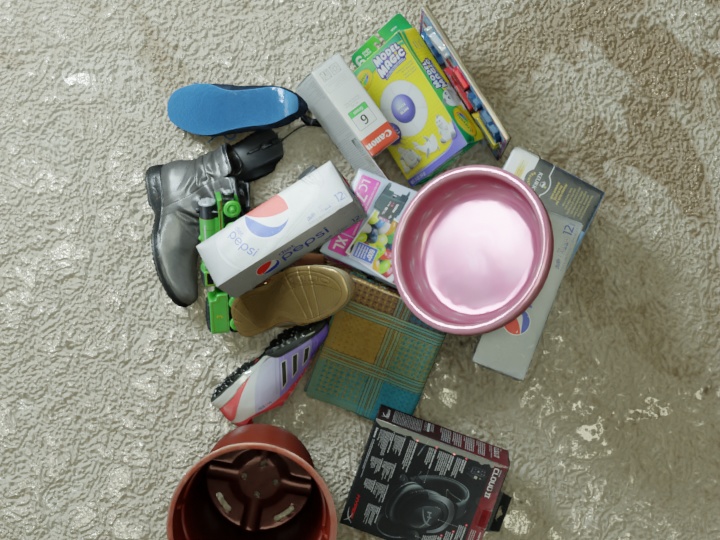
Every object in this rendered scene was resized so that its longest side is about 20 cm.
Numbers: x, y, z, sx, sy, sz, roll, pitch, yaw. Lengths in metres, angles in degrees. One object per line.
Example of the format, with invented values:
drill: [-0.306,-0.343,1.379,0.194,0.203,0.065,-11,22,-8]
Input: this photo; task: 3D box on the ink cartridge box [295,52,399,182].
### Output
ink cartridge box: [0.001,-0.180,1.672,0.050,0.109,0.200,-38,96,-13]

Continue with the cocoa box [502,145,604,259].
cocoa box: [0.207,-0.034,1.652,0.131,0.133,0.201,27,86,3]

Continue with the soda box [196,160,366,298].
soda box: [-0.097,-0.048,1.573,0.199,0.068,0.064,-32,70,6]

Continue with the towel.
towel: [0.022,0.107,1.643,0.146,0.022,0.201,22,123,2]

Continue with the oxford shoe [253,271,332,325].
oxford shoe: [-0.049,0.050,1.682,0.199,0.071,0.072,21,87,4]

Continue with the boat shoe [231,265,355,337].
boat shoe: [-0.076,0.032,1.605,0.199,0.069,0.074,-15,91,41]

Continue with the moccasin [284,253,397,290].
moccasin: [0.000,0.001,1.663,0.200,0.074,0.078,12,122,-4]

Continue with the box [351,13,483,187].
box: [0.063,-0.225,1.686,0.117,0.048,0.201,-37,81,41]

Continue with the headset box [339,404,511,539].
headset box: [0.092,0.280,1.639,0.199,0.077,0.150,19,101,2]

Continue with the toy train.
toy train: [-0.179,-0.009,1.649,0.056,0.042,0.201,-6,115,-10]

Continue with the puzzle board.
puzzle board: [0.130,-0.237,1.663,0.017,0.151,0.201,-31,85,-2]

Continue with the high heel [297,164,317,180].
high heel: [-0.084,-0.025,1.700,0.200,0.071,0.143,-41,107,10]

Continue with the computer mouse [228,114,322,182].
computer mouse: [-0.102,-0.180,1.722,0.199,0.034,0.059,-32,84,-2]

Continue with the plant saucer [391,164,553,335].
plant saucer: [0.135,-0.021,1.501,0.199,0.051,0.202,-7,75,27]

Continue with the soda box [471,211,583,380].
soda box: [0.199,0.028,1.541,0.068,0.063,0.201,20,88,4]

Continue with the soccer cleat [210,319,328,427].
soccer cleat: [-0.104,0.132,1.658,0.200,0.068,0.073,-39,100,21]

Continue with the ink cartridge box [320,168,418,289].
ink cartridge box: [0.063,-0.035,1.586,0.199,0.042,0.120,24,83,15]

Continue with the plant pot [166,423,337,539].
plant pot: [-0.129,0.284,1.586,0.199,0.195,0.202,0,98,-2]

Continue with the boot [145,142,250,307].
boot: [-0.205,-0.060,1.679,0.131,0.070,0.201,-12,86,17]

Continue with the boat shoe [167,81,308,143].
boat shoe: [-0.162,-0.206,1.701,0.199,0.069,0.085,9,95,27]
